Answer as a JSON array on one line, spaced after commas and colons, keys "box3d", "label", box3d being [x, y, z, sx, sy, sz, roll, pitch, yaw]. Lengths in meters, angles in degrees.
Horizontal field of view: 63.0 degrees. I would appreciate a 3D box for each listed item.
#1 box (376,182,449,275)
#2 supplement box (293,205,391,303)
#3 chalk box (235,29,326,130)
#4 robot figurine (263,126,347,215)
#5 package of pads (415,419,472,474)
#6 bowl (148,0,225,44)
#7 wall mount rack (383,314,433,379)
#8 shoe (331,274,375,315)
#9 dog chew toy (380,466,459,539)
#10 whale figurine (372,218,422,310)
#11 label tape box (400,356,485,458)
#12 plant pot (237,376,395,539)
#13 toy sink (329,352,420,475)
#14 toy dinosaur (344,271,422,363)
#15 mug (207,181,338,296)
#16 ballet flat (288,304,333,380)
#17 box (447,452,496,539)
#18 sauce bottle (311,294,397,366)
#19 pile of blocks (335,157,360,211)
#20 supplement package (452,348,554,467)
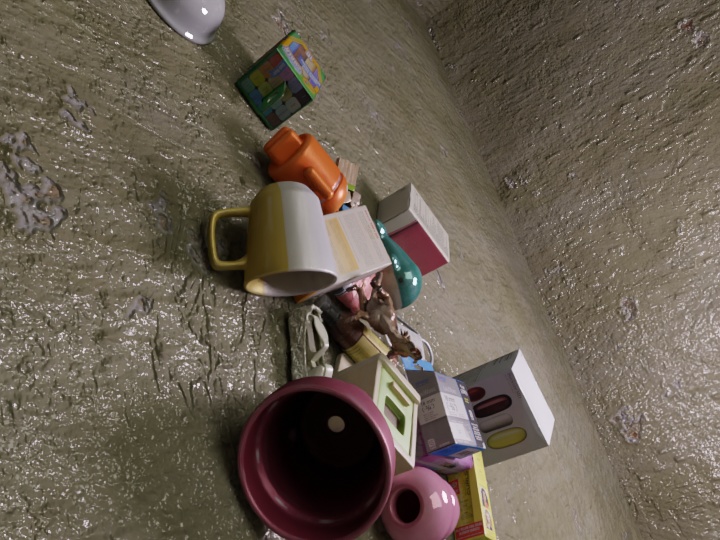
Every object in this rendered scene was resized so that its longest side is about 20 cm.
[{"box3d": [0.141, -0.104, 1.558, 0.201, 0.108, 0.129, 49, 28, -27], "label": "box"}, {"box3d": [-0.052, -0.033, 1.082, 0.198, 0.073, 0.128, -18, 80, -42], "label": "supplement box"}, {"box3d": [-0.167, -0.389, 1.218, 0.124, 0.123, 0.201, 52, 26, -23], "label": "chalk box"}, {"box3d": [-0.102, -0.186, 1.157, 0.200, 0.142, 0.118, 48, 50, -28], "label": "robot figurine"}, {"box3d": [0.147, 0.335, 1.183, 0.199, 0.075, 0.123, 32, 40, -48], "label": "package of pads"}, {"box3d": [-0.321, -0.541, 1.107, 0.201, 0.089, 0.204, 44, 31, -36], "label": "bowl"}, {"box3d": [0.075, 0.140, 1.244, 0.199, 0.074, 0.177, 33, 41, -47], "label": "wall mount rack"}, {"box3d": [0.000, 0.000, 1.217, 0.091, 0.070, 0.202, 52, 39, -28], "label": "shoe"}, {"box3d": [0.113, 0.408, 1.006, 0.200, 0.123, 0.127, 41, 31, -55], "label": "dog chew toy"}, {"box3d": [0.073, -0.017, 1.298, 0.159, 0.102, 0.204, 102, -28, -78], "label": "whale figurine"}, {"box3d": [0.157, 0.248, 1.127, 0.143, 0.063, 0.203, 28, 40, -52], "label": "label tape box"}, {"box3d": [-0.044, 0.234, 0.796, 0.203, 0.197, 0.179, 63, 10, 2], "label": "plant pot"}, {"box3d": [0.025, 0.231, 1.003, 0.131, 0.111, 0.202, 51, 27, -24], "label": "toy sink"}, {"box3d": [0.040, 0.089, 1.062, 0.136, 0.085, 0.201, 53, 13, -24], "label": "toy dinosaur"}, {"box3d": [-0.126, -0.055, 0.914, 0.185, 0.147, 0.157, 13, 65, -52], "label": "mug"}, {"box3d": [-0.077, 0.144, 0.945, 0.071, 0.071, 0.204, 27, 44, -51], "label": "ballet flat"}, {"box3d": [0.224, 0.460, 1.216, 0.050, 0.074, 0.203, 39, 35, -36], "label": "box"}, {"box3d": [-0.012, 0.123, 1.088, 0.200, 0.065, 0.067, 48, 28, -22], "label": "sauce bottle"}, {"box3d": [-0.042, -0.142, 1.285, 0.081, 0.061, 0.205, -16, 103, -40], "label": "pile of blocks"}, {"box3d": [0.318, 0.326, 1.379, 0.194, 0.198, 0.147, 63, 25, 2], "label": "supplement package"}]
